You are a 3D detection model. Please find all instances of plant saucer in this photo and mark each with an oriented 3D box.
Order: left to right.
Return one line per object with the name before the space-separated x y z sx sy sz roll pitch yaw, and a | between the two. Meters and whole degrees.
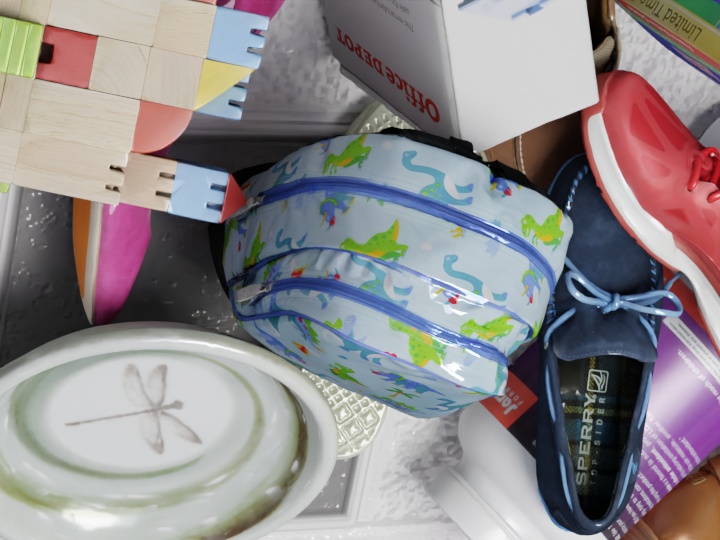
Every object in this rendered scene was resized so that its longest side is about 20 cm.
plant saucer | -0.112 0.078 1.474 0.200 0.050 0.200 -4 141 -4

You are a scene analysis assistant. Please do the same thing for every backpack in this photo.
backpack | 0.020 0.000 1.378 0.163 0.200 0.154 30 60 -15

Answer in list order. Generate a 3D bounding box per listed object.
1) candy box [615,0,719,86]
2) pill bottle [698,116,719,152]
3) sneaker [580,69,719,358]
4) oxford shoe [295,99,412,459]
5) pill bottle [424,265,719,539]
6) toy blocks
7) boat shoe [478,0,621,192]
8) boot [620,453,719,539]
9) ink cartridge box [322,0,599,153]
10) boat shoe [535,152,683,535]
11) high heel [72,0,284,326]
candy box | 0.231 -0.186 1.475 0.077 0.169 0.200 35 95 -32
pill bottle | 0.270 -0.014 1.555 0.112 0.200 0.112 -22 129 -30
sneaker | 0.206 -0.033 1.459 0.200 0.115 0.078 52 42 -17
oxford shoe | 0.000 0.000 1.521 0.075 0.058 0.200 13 93 -10
pill bottle | 0.133 0.081 1.593 0.200 0.112 0.112 -43 126 -3
toy blocks | -0.106 -0.107 1.348 0.136 0.100 0.200 11 94 -8
boat shoe | 0.099 -0.112 1.503 0.076 0.072 0.200 -19 121 -18
boot | 0.224 0.202 1.729 0.155 0.074 0.200 -37 128 -12
ink cartridge box | 0.035 -0.177 1.390 0.086 0.146 0.200 -23 123 -18
boat shoe | 0.132 0.039 1.499 0.084 0.069 0.200 -4 94 -6
high heel | -0.088 -0.067 1.432 0.096 0.067 0.200 5 99 -18
